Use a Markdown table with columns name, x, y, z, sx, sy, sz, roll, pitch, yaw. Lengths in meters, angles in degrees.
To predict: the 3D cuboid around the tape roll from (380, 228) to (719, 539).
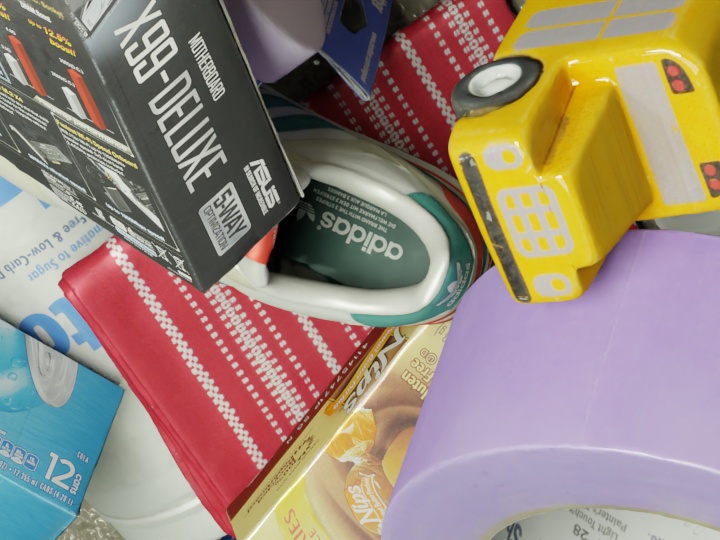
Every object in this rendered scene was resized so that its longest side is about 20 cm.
| name | x | y | z | sx | sy | sz | roll | pitch | yaw |
| --- | --- | --- | --- | --- | --- | --- | --- | --- | --- |
| tape roll | 0.112 | 0.080 | 0.913 | 0.199 | 0.085 | 0.201 | 16 | 148 | 10 |

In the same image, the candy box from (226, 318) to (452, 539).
| name | x | y | z | sx | sy | sz | roll | pitch | yaw |
| --- | --- | --- | --- | --- | --- | --- | --- | --- | --- |
| candy box | 0.061 | 0.113 | 1.045 | 0.200 | 0.055 | 0.116 | 40 | 93 | -14 |

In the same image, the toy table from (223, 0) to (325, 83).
| name | x | y | z | sx | sy | sz | roll | pitch | yaw |
| --- | --- | --- | --- | --- | --- | --- | --- | --- | --- |
| toy table | -0.033 | -0.173 | 0.883 | 0.117 | 0.184 | 0.201 | -33 | 80 | 17 |

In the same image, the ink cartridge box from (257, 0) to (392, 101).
| name | x | y | z | sx | sy | sz | roll | pitch | yaw |
| --- | --- | --- | --- | --- | --- | --- | --- | --- | --- |
| ink cartridge box | -0.077 | -0.130 | 0.979 | 0.199 | 0.119 | 0.042 | 36 | 110 | -11 |

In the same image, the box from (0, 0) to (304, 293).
| name | x | y | z | sx | sy | sz | roll | pitch | yaw |
| --- | --- | --- | --- | --- | --- | --- | --- | --- | --- |
| box | -0.120 | -0.097 | 0.860 | 0.199 | 0.050 | 0.158 | 31 | 156 | 36 |

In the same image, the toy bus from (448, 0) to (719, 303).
| name | x | y | z | sx | sy | sz | roll | pitch | yaw |
| --- | --- | --- | --- | --- | --- | --- | --- | --- | --- |
| toy bus | 0.096 | -0.074 | 0.889 | 0.078 | 0.200 | 0.065 | -5 | 124 | 29 |

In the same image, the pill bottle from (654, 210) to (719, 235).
| name | x | y | z | sx | sy | sz | roll | pitch | yaw |
| --- | --- | --- | --- | --- | --- | --- | --- | --- | --- |
| pill bottle | 0.176 | 0.012 | 0.991 | 0.119 | 0.120 | 0.200 | -16 | 121 | 35 |

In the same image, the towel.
| name | x | y | z | sx | sy | sz | roll | pitch | yaw |
| --- | --- | --- | --- | --- | --- | --- | --- | --- | --- |
| towel | 0.000 | 0.000 | 1.048 | 0.199 | 0.022 | 0.145 | -36 | 118 | -4 |

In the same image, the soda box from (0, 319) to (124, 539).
| name | x | y | z | sx | sy | sz | roll | pitch | yaw |
| --- | --- | --- | --- | --- | --- | --- | --- | --- | --- |
| soda box | -0.192 | 0.034 | 1.021 | 0.199 | 0.064 | 0.068 | 30 | 139 | -14 |

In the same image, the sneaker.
| name | x | y | z | sx | sy | sz | roll | pitch | yaw |
| --- | --- | --- | --- | --- | --- | --- | --- | --- | --- |
| sneaker | -0.048 | -0.033 | 0.955 | 0.199 | 0.093 | 0.071 | 22 | 95 | 3 |

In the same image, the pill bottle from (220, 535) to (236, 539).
| name | x | y | z | sx | sy | sz | roll | pitch | yaw |
| --- | --- | --- | --- | --- | --- | --- | --- | --- | --- |
| pill bottle | -0.033 | 0.184 | 1.187 | 0.111 | 0.201 | 0.112 | 13 | 134 | 14 |

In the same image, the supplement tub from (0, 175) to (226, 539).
| name | x | y | z | sx | sy | sz | roll | pitch | yaw |
| --- | --- | --- | --- | --- | --- | --- | --- | --- | --- |
| supplement tub | -0.102 | -0.001 | 1.102 | 0.131 | 0.132 | 0.200 | -19 | 120 | 36 |
